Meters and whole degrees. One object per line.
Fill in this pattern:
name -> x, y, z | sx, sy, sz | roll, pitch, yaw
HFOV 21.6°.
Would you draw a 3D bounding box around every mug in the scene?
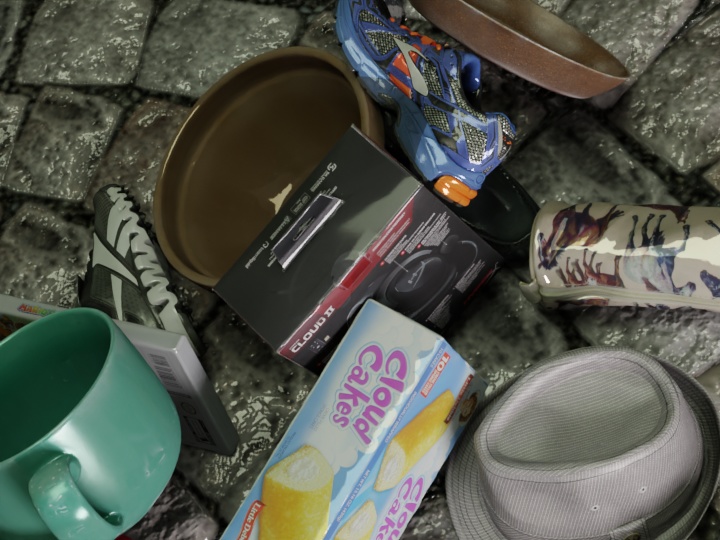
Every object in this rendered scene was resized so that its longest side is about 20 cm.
mug -> -0.201, 0.128, 1.260 | 0.152, 0.115, 0.185 | -15, 36, 29

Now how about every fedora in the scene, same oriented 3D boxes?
fedora -> 0.146, 0.118, 1.277 | 0.199, 0.090, 0.177 | -15, 56, 8

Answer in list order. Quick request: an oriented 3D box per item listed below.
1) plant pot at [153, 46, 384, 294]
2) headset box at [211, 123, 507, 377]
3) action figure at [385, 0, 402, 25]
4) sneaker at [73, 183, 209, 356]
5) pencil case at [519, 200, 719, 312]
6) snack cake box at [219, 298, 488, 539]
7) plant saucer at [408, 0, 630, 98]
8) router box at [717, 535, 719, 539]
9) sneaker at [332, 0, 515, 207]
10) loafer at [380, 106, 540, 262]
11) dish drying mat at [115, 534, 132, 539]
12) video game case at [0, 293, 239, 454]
plant pot -> -0.053, -0.061, 1.432 | 0.200, 0.093, 0.202 | -18, 55, 28
headset box -> 0.000, 0.000, 1.309 | 0.077, 0.200, 0.149 | 42, 94, 29
action figure -> -0.015, -0.289, 1.573 | 0.199, 0.105, 0.194 | -9, 48, -19
sneaker -> -0.189, 0.009, 1.451 | 0.090, 0.067, 0.200 | -28, 46, -2
pencil case -> 0.217, -0.005, 1.339 | 0.199, 0.078, 0.090 | 3, 41, 18
snack cake box -> -0.003, 0.133, 1.279 | 0.067, 0.115, 0.200 | 27, 82, 28
plant saucer -> 0.111, -0.184, 1.434 | 0.200, 0.200, 0.035 | 41, 111, 32
router box -> 0.248, 0.277, 1.166 | 0.150, 0.062, 0.200 | 25, 69, 29
sneaker -> 0.049, -0.139, 1.373 | 0.078, 0.075, 0.200 | -37, 65, 12
loafer -> 0.062, -0.076, 1.434 | 0.068, 0.070, 0.200 | -43, 57, -11
dish drying mat -> -0.202, 0.218, 1.367 | 0.200, 0.018, 0.077 | 27, 70, 29
video game case -> -0.197, 0.072, 1.379 | 0.199, 0.143, 0.018 | 11, 59, 23
